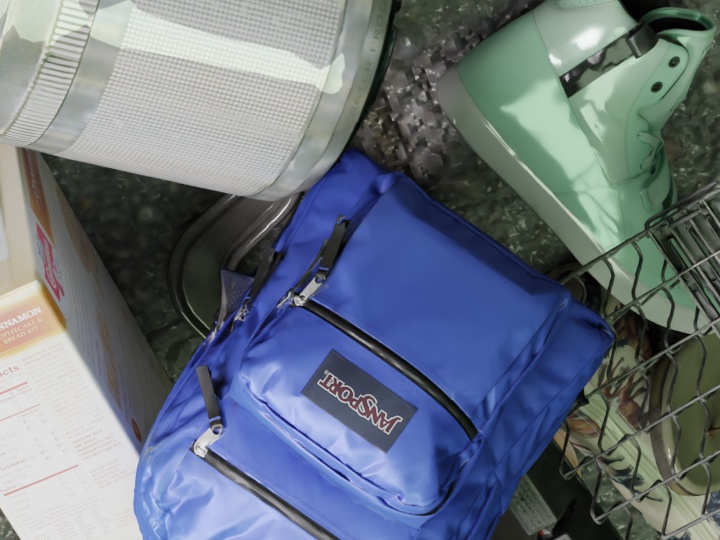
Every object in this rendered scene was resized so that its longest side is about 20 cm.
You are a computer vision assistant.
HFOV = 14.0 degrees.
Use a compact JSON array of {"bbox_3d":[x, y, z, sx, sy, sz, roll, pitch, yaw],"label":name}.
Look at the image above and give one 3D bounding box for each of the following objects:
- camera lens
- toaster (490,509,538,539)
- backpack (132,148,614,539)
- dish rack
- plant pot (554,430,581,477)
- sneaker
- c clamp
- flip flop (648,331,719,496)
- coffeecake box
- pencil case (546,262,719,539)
[{"bbox_3d":[-0.093,-0.122,1.253,0.200,0.160,0.160,12,122,-20],"label":"camera lens"},{"bbox_3d":[0.041,0.174,1.486,0.199,0.129,0.114,3,125,-14],"label":"toaster"},{"bbox_3d":[-0.008,0.065,1.272,0.162,0.168,0.200,34,77,9],"label":"backpack"},{"bbox_3d":[0.137,0.051,1.378,0.200,0.055,0.154,-31,99,24],"label":"dish rack"},{"bbox_3d":[0.017,0.124,1.542,0.199,0.028,0.200,-7,127,-9],"label":"plant pot"},{"bbox_3d":[0.143,-0.057,1.404,0.118,0.074,0.200,-38,119,19],"label":"sneaker"},{"bbox_3d":[0.000,0.000,1.427,0.171,0.027,0.200,-38,114,16],"label":"c clamp"},{"bbox_3d":[0.225,0.056,1.475,0.200,0.058,0.081,-15,95,-31],"label":"flip flop"},{"bbox_3d":[-0.146,0.045,1.366,0.073,0.154,0.200,-23,127,5],"label":"coffeecake box"},{"bbox_3d":[0.145,0.081,1.502,0.078,0.090,0.200,-37,124,11],"label":"pencil case"}]
